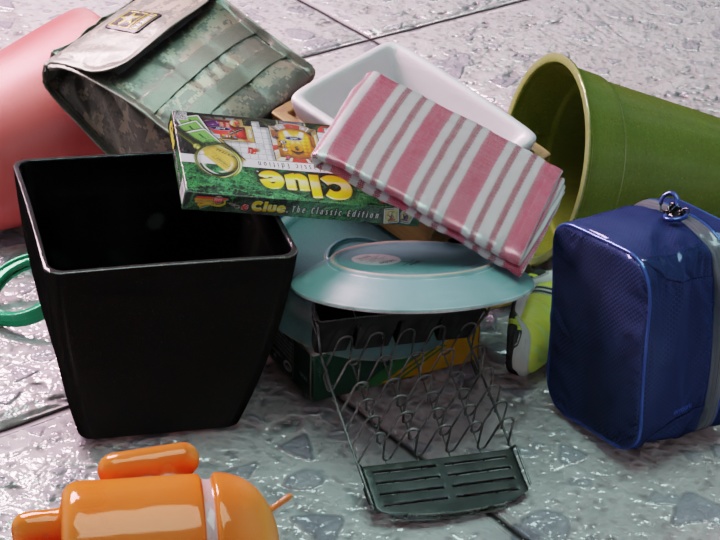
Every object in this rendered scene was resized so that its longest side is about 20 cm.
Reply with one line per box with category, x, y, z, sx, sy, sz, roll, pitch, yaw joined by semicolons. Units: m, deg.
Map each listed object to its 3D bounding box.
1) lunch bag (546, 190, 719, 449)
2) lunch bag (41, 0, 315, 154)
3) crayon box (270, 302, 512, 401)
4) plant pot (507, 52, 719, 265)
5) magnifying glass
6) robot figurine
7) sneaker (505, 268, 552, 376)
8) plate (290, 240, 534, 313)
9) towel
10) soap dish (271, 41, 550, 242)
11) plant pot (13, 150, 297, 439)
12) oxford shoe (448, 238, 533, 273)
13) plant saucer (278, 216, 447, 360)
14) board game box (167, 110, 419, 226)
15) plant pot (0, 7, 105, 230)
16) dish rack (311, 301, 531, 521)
lunch bag;0.243;0.033;1.640;0.132;0.201;0.136;-12;26;-29
lunch bag;-0.169;-0.171;1.813;0.200;0.118;0.164;39;54;13
crayon box;0.017;0.044;1.757;0.199;0.052;0.126;-13;33;-25
plant pot;0.256;-0.096;1.916;0.189;0.201;0.200;6;26;-20
magnifying glass;-0.244;0.008;1.772;0.199;0.022;0.080;-11;43;16
robot figurine;-0.142;0.202;1.396;0.198;0.117;0.144;-3;23;-8
sneaker;0.189;0.034;1.764;0.076;0.076;0.200;17;33;25
plate;0.042;0.001;1.624;0.198;0.026;0.200;0;13;0
towel;0.066;-0.080;1.648;0.199;0.030;0.147;28;38;3
soap dish;0.043;-0.108;1.774;0.200;0.082;0.157;36;49;28
plant pot;-0.175;0.025;1.641;0.198;0.179;0.200;-3;29;-17
oxford shoe;0.098;-0.058;1.849;0.084;0.073;0.200;-41;82;-19
plant saucer;0.000;0.000;1.726;0.198;0.028;0.201;5;40;-5
board game box;-0.054;-0.083;1.634;0.198;0.024;0.105;4;44;-18
plant pot;-0.314;-0.134;1.926;0.176;0.202;0.200;-24;38;-24
dish rack;0.050;0.105;1.590;0.152;0.055;0.201;-6;52;-19
